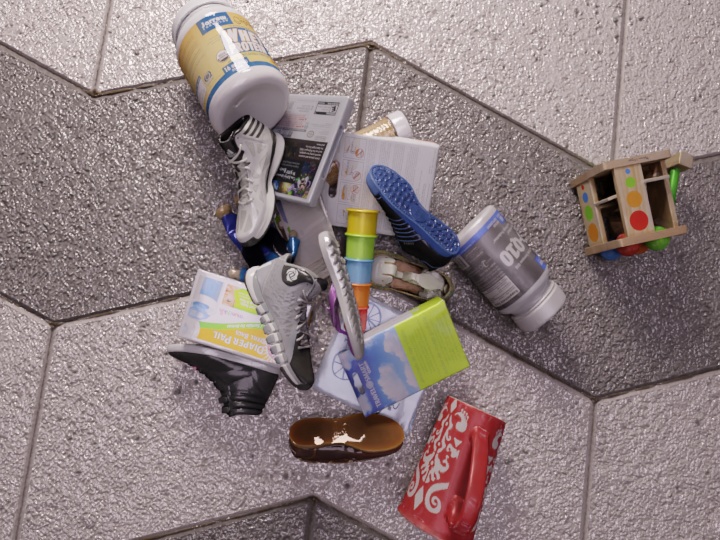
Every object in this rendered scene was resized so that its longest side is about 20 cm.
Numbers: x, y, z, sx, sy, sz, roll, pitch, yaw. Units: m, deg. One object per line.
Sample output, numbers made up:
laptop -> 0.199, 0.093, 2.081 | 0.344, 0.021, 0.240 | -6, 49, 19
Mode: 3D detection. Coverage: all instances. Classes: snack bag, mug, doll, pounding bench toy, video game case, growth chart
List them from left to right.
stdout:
doll -> -0.169, -0.036, 0.894 | 0.135, 0.049, 0.201 | -36, 68, -11
video game case -> -0.115, -0.209, 0.897 | 0.196, 0.023, 0.187 | 17, 83, 39
growth chart -> -0.097, -0.074, 0.911 | 0.142, 0.018, 0.206 | -17, 87, 37
snack bag -> 0.038, 0.159, 0.934 | 0.196, 0.021, 0.193 | 26, 85, 0
mug -> 0.169, 0.327, 0.859 | 0.132, 0.176, 0.205 | 30, 78, -30
pounding bench toy -> 0.501, -0.113, 0.932 | 0.194, 0.124, 0.161 | -11, 86, -4

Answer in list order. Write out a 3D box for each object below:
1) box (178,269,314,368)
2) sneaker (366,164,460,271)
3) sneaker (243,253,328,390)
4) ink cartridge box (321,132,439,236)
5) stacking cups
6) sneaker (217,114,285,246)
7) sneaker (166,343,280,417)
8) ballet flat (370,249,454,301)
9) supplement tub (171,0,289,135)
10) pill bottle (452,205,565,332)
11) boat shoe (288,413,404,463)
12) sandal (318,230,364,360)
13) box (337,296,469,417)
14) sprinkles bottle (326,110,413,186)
box -> -0.183, 0.084, 0.887 | 0.194, 0.101, 0.116 | 17, 84, -2
sneaker -> 0.074, -0.081, 0.883 | 0.200, 0.078, 0.070 | 47, 49, 2
sneaker -> -0.089, 0.068, 0.796 | 0.113, 0.075, 0.204 | -27, 86, 6
ink cartridge box -> 0.028, -0.149, 0.921 | 0.193, 0.050, 0.167 | 9, 109, 1
stacking cups -> 0.000, 0.000, 0.898 | 0.058, 0.061, 0.207 | 2, 99, -3
sneaker -> -0.190, -0.149, 0.841 | 0.074, 0.114, 0.207 | -3, 71, 35
sneaker -> -0.238, 0.186, 0.890 | 0.194, 0.071, 0.102 | 16, 79, -6
ballet flat -> 0.072, 0.009, 0.927 | 0.194, 0.071, 0.073 | 17, 84, -1
supplement tub -> -0.220, -0.337, 0.888 | 0.142, 0.145, 0.203 | -31, 73, -5
pill bottle -> 0.250, 0.000, 0.913 | 0.114, 0.114, 0.201 | -43, 89, -6
boat shoe -> -0.024, 0.289, 0.901 | 0.193, 0.072, 0.071 | 2, 41, 1
sandal -> -0.038, 0.042, 0.842 | 0.048, 0.082, 0.209 | -16, 85, 11
box -> 0.071, 0.144, 0.890 | 0.196, 0.048, 0.125 | -25, 98, -1
sprinkles bottle -> -0.004, -0.209, 0.940 | 0.196, 0.068, 0.070 | -27, 87, -5
